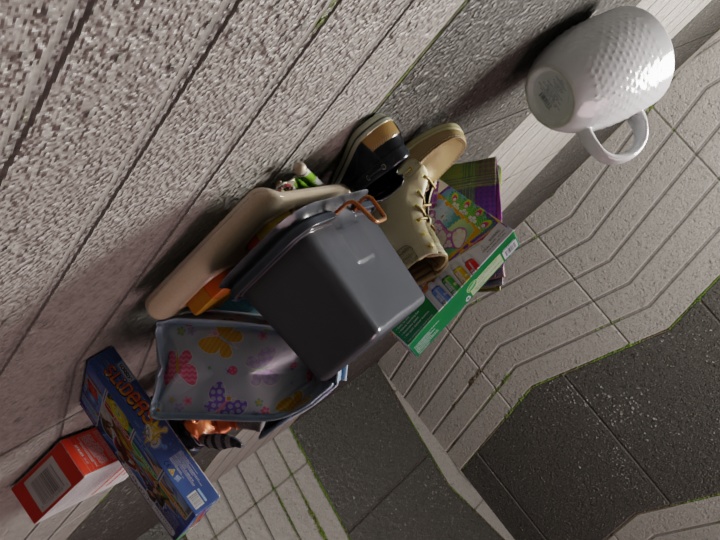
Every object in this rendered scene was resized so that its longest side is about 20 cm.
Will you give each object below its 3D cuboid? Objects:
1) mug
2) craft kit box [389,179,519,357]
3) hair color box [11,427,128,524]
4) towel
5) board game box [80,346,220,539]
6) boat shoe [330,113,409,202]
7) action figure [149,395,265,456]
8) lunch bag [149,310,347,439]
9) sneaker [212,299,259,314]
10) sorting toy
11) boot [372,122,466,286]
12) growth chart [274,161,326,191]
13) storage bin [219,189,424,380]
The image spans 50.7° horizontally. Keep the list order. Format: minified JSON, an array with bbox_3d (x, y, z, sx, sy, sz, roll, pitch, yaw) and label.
[{"bbox_3d":[0.330,-0.244,1.051,0.174,0.202,0.147,-28,-177,-27],"label":"mug"},{"bbox_3d":[0.072,-0.022,1.007,0.200,0.197,0.049,-47,142,-5],"label":"craft kit box"},{"bbox_3d":[-0.374,0.270,1.073,0.111,0.064,0.200,-42,169,14],"label":"hair color box"},{"bbox_3d":[0.126,-0.057,1.040,0.142,0.202,0.023,-8,150,22],"label":"towel"},{"bbox_3d":[-0.241,0.197,0.847,0.034,0.201,0.136,-32,168,-35],"label":"board game box"},{"bbox_3d":[0.011,-0.104,0.872,0.074,0.062,0.200,-38,171,-20],"label":"boat shoe"},{"bbox_3d":[-0.246,0.214,1.011,0.192,0.106,0.199,-28,154,27],"label":"action figure"},{"bbox_3d":[-0.116,0.110,0.839,0.197,0.129,0.170,2,179,-4],"label":"lunch bag"},{"bbox_3d":[-0.088,0.057,1.001,0.199,0.080,0.132,-30,127,-13],"label":"sneaker"},{"bbox_3d":[-0.104,-0.018,0.788,0.185,0.037,0.200,-42,169,21],"label":"sorting toy"},{"bbox_3d":[0.079,-0.076,0.957,0.199,0.156,0.073,-39,142,10],"label":"boot"},{"bbox_3d":[-0.114,-0.040,0.813,0.199,0.018,0.145,-40,170,10],"label":"growth chart"},{"bbox_3d":[-0.016,0.010,0.760,0.145,0.135,0.200,-41,175,23],"label":"storage bin"}]
